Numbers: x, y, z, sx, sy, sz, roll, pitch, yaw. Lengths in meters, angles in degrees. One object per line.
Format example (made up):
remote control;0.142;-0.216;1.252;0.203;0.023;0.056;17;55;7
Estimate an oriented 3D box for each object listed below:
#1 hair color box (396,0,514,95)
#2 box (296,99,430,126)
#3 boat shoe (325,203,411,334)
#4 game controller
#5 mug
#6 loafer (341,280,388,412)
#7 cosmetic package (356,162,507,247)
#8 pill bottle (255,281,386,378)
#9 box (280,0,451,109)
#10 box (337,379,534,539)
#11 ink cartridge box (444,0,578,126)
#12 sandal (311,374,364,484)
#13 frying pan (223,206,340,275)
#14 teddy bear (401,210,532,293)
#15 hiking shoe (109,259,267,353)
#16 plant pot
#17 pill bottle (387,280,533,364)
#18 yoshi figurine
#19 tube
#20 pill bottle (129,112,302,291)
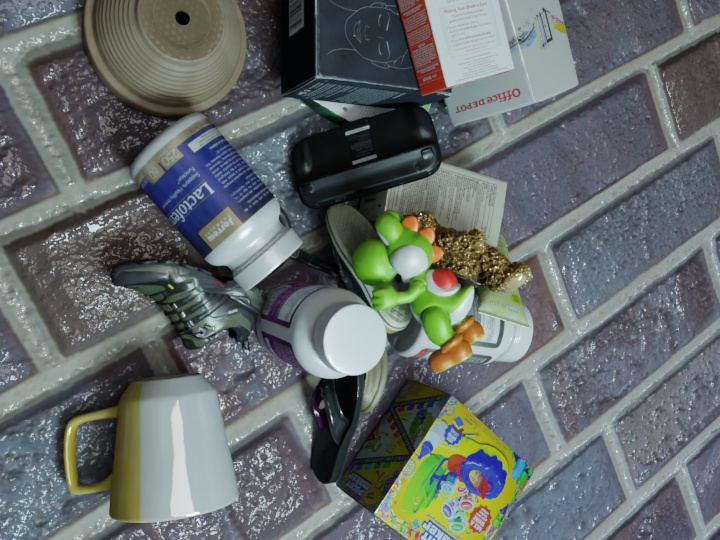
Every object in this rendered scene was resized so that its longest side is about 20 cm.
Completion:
hair color box;0.107;-0.328;0.864;0.111;0.064;0.201;-21;103;-26
box;0.012;-0.265;1.006;0.199;0.036;0.145;27;80;-25
boat shoe;0.000;0.000;0.947;0.074;0.062;0.201;-11;65;-40
game controller;0.005;-0.153;0.945;0.199;0.042;0.105;-15;67;8
mug;-0.241;0.205;0.838;0.186;0.149;0.154;-2;86;-34
loafer;-0.003;0.097;0.996;0.067;0.076;0.201;6;77;-20
cosmetic package;0.104;-0.101;1.032;0.199;0.087;0.104;13;85;-27
pill bottle;-0.050;0.075;0.895;0.112;0.200;0.113;-2;94;-27
box;0.007;-0.323;0.912;0.196;0.124;0.201;0;92;-27
box;0.111;0.304;1.036;0.200;0.122;0.193;42;75;-23
ink cartridge box;0.199;-0.333;1.022;0.144;0.147;0.201;-28;105;-41
sandal;-0.039;0.198;0.958;0.048;0.075;0.201;3;104;-36
frying pan;-0.117;-0.020;0.955;0.190;0.031;0.115;45;74;-19
teddy bear;0.134;-0.026;0.939;0.067;0.199;0.145;-67;159;-4
hiking shoe;-0.214;0.046;0.878;0.199;0.076;0.101;16;82;-28
plant pot;-0.224;-0.292;0.848;0.200;0.093;0.202;-1;92;-27
pill bottle;0.148;0.079;1.049;0.199;0.114;0.115;10;88;-28
yoshi figurine;0.060;0.026;0.878;0.112;0.112;0.201;-33;94;-14
tube;0.200;0.012;1.036;0.058;0.200;0.052;-17;120;16
pill bottle;-0.169;-0.079;0.854;0.116;0.116;0.200;-44;98;-19
